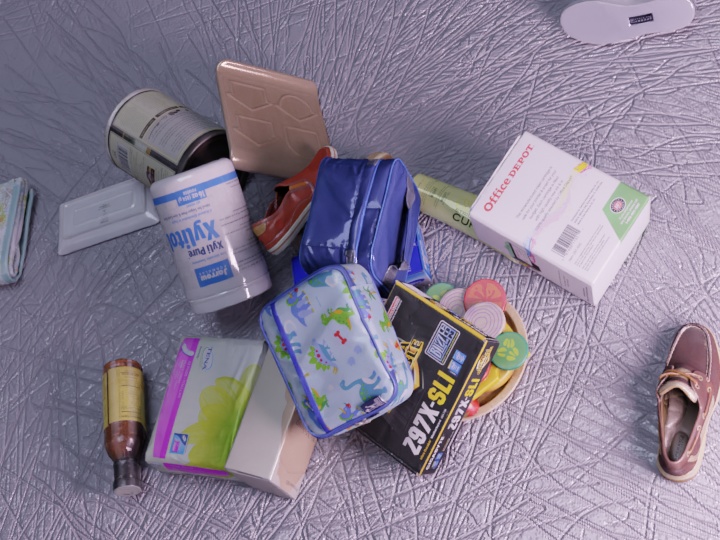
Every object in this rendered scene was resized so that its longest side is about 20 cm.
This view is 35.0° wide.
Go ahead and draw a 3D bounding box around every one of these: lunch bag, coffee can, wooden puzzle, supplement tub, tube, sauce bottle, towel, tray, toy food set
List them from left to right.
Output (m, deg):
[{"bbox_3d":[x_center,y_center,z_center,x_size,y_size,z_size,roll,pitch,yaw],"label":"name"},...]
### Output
[{"bbox_3d":[-0.655,-0.058,1.988,0.169,0.048,0.203,-11,59,22],"label":"towel"},{"bbox_3d":[-0.428,-0.101,1.922,0.197,0.022,0.109,-17,59,15],"label":"tray"},{"bbox_3d":[-0.347,0.231,1.680,0.065,0.066,0.203,-17,59,15],"label":"sauce bottle"},{"bbox_3d":[-0.295,-0.190,1.834,0.199,0.147,0.147,32,79,34],"label":"coffee can"},{"bbox_3d":[-0.219,-0.052,1.678,0.130,0.132,0.203,-17,97,14],"label":"supplement tub"},{"bbox_3d":[-0.137,-0.224,1.789,0.046,0.183,0.202,-46,46,45],"label":"wooden puzzle"},{"bbox_3d":[-0.034,0.105,1.477,0.159,0.082,0.202,-27,80,26],"label":"lunch bag"},{"bbox_3d":[0.009,-0.053,1.575,0.130,0.136,0.203,1,67,25],"label":"lunch bag"},{"bbox_3d":[0.131,0.105,1.541,0.197,0.049,0.201,-38,54,1],"label":"toy food set"},{"bbox_3d":[0.158,-0.082,1.634,0.198,0.052,0.059,27,120,27],"label":"tube"}]

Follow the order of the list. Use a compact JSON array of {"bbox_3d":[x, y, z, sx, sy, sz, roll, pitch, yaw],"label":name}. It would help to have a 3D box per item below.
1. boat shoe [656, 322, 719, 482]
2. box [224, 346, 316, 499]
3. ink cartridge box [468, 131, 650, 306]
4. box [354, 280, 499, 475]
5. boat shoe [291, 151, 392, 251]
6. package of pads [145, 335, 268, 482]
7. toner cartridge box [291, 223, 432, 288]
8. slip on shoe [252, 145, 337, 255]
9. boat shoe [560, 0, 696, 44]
[{"bbox_3d":[0.393,0.150,1.384,0.071,0.072,0.202,7,67,27],"label":"boat shoe"},{"bbox_3d":[-0.104,0.200,1.570,0.077,0.095,0.203,9,69,27],"label":"box"},{"bbox_3d":[0.267,-0.071,1.536,0.199,0.084,0.146,31,79,23],"label":"ink cartridge box"},{"bbox_3d":[0.071,0.140,1.495,0.159,0.049,0.202,32,102,30],"label":"box"},{"bbox_3d":[-0.033,-0.109,1.718,0.200,0.071,0.064,-46,56,-3],"label":"boat shoe"},{"bbox_3d":[-0.206,0.194,1.633,0.152,0.068,0.203,2,65,25],"label":"package of pads"},{"bbox_3d":[0.000,0.000,1.661,0.197,0.043,0.096,-18,59,15],"label":"toner cartridge box"},{"bbox_3d":[-0.094,-0.115,1.692,0.074,0.061,0.201,-23,30,58],"label":"slip on shoe"},{"bbox_3d":[0.396,-0.387,1.688,0.197,0.072,0.070,-4,34,27],"label":"boat shoe"}]
